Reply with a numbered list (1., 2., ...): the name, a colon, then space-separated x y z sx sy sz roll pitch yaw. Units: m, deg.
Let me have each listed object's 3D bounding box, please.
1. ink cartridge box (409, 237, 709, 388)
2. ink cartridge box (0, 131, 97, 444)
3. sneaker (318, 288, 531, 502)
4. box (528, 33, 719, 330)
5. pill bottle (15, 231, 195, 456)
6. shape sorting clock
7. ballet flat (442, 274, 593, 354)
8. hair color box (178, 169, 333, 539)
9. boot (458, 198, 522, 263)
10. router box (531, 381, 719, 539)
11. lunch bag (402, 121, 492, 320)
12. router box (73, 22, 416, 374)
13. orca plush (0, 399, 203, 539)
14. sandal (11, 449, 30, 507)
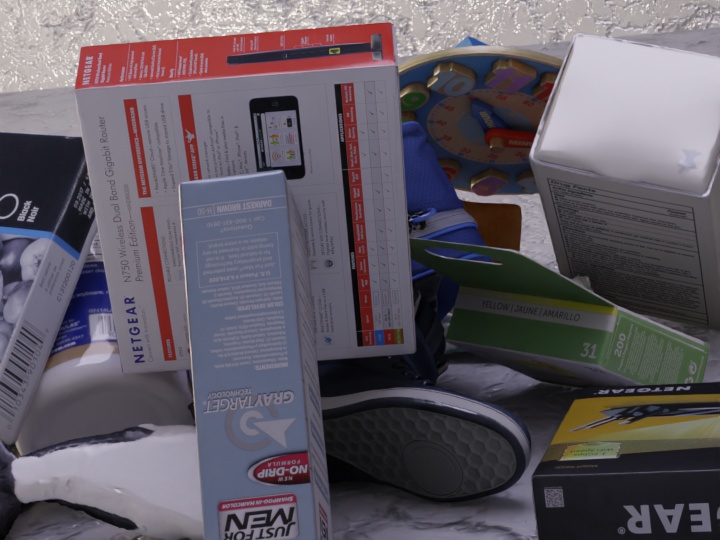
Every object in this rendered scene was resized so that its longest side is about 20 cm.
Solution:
1. ink cartridge box: 0.107 0.032 1.318 0.199 0.048 0.145 22 -9 -41
2. ink cartridge box: -0.266 0.004 1.302 0.198 0.200 0.043 4 -25 34
3. sneaker: 0.039 0.070 1.264 0.201 0.077 0.146 1 32 37
4. box: 0.204 -0.059 1.456 0.127 0.110 0.200 13 -25 19
5. pill bottle: -0.171 0.034 1.345 0.115 0.116 0.201 -8 44 -4
6. shape sorting clock: 0.102 -0.107 1.551 0.198 0.040 0.201 3 -31 2
7. ballet flat: 0.088 0.028 1.524 0.198 0.072 0.072 -2 13 28
8. hair color box: -0.054 0.060 1.093 0.060 0.202 0.099 -7 -17 3
9. boot: 0.055 -0.044 1.599 0.143 0.202 0.071 -8 46 -10
10. router box: 0.204 0.106 1.126 0.198 0.053 0.157 -4 13 16
11. lunch bag: 0.000 0.000 1.433 0.135 0.133 0.200 -20 -17 -32
12. router box: -0.061 -0.038 1.187 0.178 0.201 0.049 -4 36 1
13. orca plush: -0.116 0.140 1.202 0.198 0.071 0.106 -11 57 3
14. sandal: -0.249 0.136 1.255 0.080 0.055 0.200 -5 13 13
